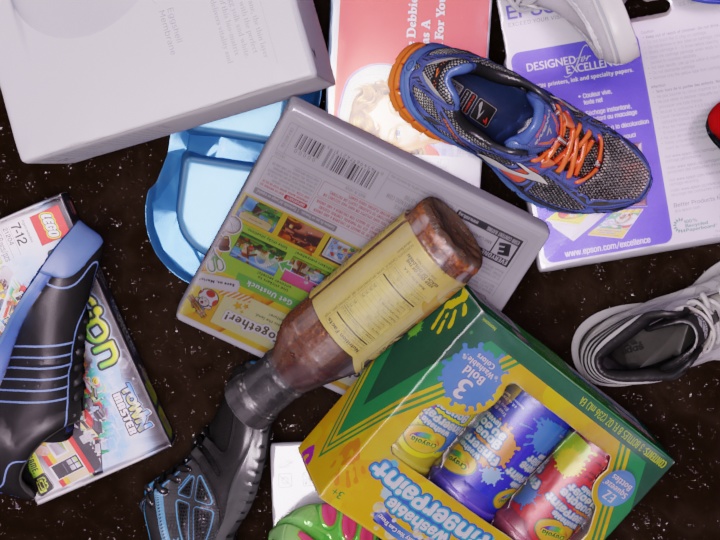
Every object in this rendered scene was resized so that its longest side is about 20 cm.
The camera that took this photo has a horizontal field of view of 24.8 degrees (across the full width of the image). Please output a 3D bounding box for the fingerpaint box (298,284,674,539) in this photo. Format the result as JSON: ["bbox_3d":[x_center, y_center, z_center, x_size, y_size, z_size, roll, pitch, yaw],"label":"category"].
[{"bbox_3d":[0.087,0.129,1.129,0.200,0.073,0.167,38,98,-25],"label":"fingerpaint box"}]

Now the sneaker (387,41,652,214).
[{"bbox_3d":[0.113,-0.090,1.099,0.199,0.078,0.076,22,89,-19],"label":"sneaker"}]

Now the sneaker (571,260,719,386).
[{"bbox_3d":[0.253,0.041,1.154,0.200,0.115,0.076,-21,95,1],"label":"sneaker"}]

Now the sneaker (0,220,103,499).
[{"bbox_3d":[-0.217,0.065,1.141,0.078,0.070,0.201,29,100,-8],"label":"sneaker"}]

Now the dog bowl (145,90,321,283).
[{"bbox_3d":[-0.090,-0.086,1.171,0.111,0.050,0.201,9,94,-2],"label":"dog bowl"}]

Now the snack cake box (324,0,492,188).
[{"bbox_3d":[0.030,-0.103,1.162,0.114,0.067,0.201,4,95,0],"label":"snack cake box"}]

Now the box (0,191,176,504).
[{"bbox_3d":[-0.224,0.056,1.188,0.110,0.035,0.201,-24,95,1],"label":"box"}]

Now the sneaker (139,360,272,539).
[{"bbox_3d":[-0.116,0.157,1.180,0.082,0.073,0.201,17,94,-2],"label":"sneaker"}]

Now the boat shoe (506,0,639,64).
[{"bbox_3d":[0.120,-0.214,1.124,0.068,0.072,0.201,-30,73,2],"label":"boat shoe"}]

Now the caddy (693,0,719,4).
[{"bbox_3d":[0.227,-0.276,1.130,0.200,0.105,0.141,40,80,10],"label":"caddy"}]

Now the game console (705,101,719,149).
[{"bbox_3d":[0.361,-0.071,1.165,0.200,0.119,0.173,-32,66,-17],"label":"game console"}]

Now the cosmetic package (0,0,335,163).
[{"bbox_3d":[-0.140,-0.193,1.076,0.199,0.123,0.200,-15,92,8],"label":"cosmetic package"}]

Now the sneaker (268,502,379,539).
[{"bbox_3d":[0.012,0.238,1.138,0.200,0.084,0.077,47,54,-10],"label":"sneaker"}]

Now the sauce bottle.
[{"bbox_3d":[-0.009,0.033,1.099,0.200,0.066,0.066,-39,95,21],"label":"sauce bottle"}]

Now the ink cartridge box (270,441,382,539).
[{"bbox_3d":[-0.013,0.223,1.188,0.099,0.039,0.201,-2,83,-1],"label":"ink cartridge box"}]

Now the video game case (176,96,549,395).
[{"bbox_3d":[0.000,0.000,1.128,0.199,0.023,0.182,25,115,-12],"label":"video game case"}]

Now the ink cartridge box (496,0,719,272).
[{"bbox_3d":[0.206,-0.112,1.173,0.197,0.043,0.201,-9,91,-1],"label":"ink cartridge box"}]
